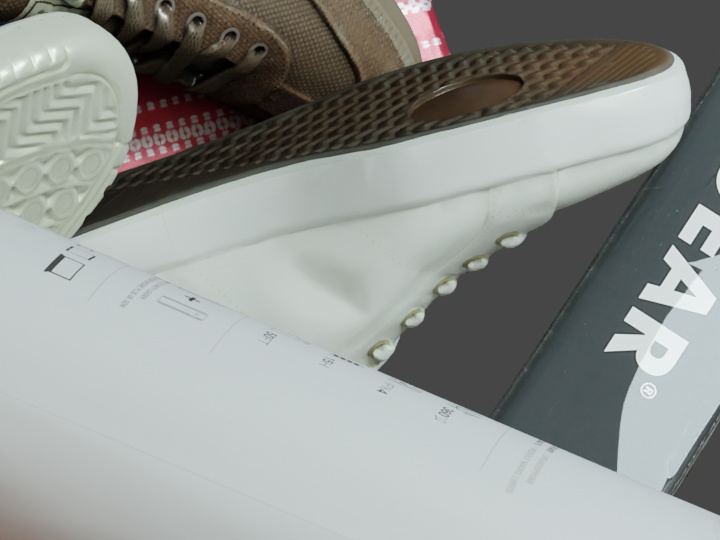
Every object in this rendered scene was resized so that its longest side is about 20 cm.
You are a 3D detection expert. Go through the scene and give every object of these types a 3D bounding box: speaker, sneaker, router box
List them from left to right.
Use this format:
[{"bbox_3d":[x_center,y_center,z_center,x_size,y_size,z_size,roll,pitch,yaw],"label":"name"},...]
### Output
[{"bbox_3d":[-0.159,-0.017,0.748,0.200,0.077,0.111,-40,52,-10],"label":"sneaker"},{"bbox_3d":[-0.073,-0.080,0.780,0.200,0.070,0.076,36,52,-22],"label":"sneaker"},{"bbox_3d":[-0.017,0.056,0.686,0.200,0.081,0.081,22,69,9],"label":"speaker"},{"bbox_3d":[0.000,0.000,0.776,0.200,0.073,0.085,-17,107,19],"label":"sneaker"},{"bbox_3d":[0.089,0.008,0.813,0.051,0.149,0.200,32,68,7],"label":"router box"}]

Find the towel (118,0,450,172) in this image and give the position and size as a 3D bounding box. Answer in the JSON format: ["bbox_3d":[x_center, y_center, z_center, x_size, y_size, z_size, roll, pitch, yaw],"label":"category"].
[{"bbox_3d":[-0.054,-0.087,0.857,0.144,0.022,0.200,-15,81,-20],"label":"towel"}]
